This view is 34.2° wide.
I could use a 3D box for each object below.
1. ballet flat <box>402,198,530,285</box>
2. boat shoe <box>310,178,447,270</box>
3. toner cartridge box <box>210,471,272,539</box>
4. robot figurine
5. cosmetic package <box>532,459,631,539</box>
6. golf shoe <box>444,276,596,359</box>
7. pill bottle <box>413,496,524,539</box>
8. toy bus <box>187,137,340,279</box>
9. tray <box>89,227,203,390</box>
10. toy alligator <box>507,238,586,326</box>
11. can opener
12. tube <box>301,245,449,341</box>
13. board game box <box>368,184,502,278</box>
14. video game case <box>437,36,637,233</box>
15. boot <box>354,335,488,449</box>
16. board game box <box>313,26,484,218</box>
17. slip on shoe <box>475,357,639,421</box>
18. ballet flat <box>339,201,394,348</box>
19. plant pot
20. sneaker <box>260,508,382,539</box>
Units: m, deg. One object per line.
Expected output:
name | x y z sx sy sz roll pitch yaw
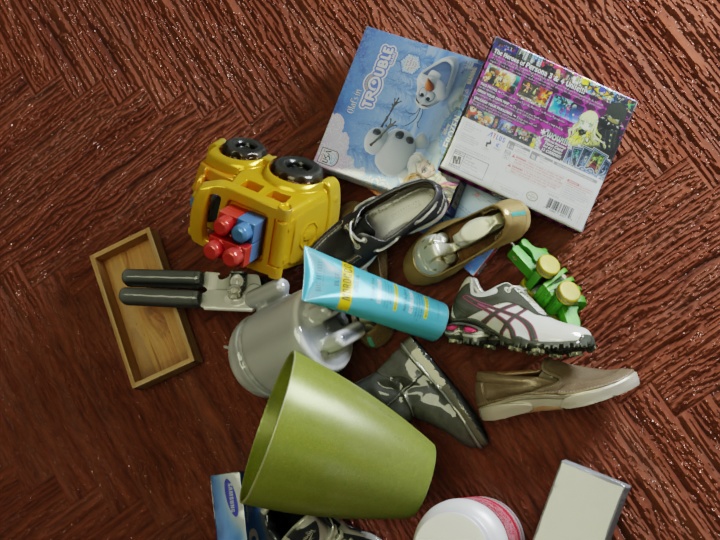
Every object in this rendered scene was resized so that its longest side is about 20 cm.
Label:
ballet flat | 0.118 -0.037 1.463 0.199 0.063 0.069 -30 77 32
boat shoe | 0.016 -0.052 1.458 0.199 0.060 0.074 -26 75 4
toner cartridge box | -0.144 0.359 1.491 0.043 0.095 0.202 -11 78 13
robot figurine | -0.089 0.095 1.494 0.199 0.113 0.171 -25 86 34
cosmetic package | 0.244 0.329 1.375 0.090 0.107 0.201 23 90 19
golf shoe | 0.194 0.058 1.428 0.199 0.077 0.089 8 83 35
pill bottle | 0.124 0.321 1.362 0.111 0.200 0.113 -3 80 16
toy bus | -0.153 -0.070 1.500 0.199 0.192 0.137 23 120 21
tray | -0.296 0.053 1.619 0.098 0.037 0.201 -24 76 11
toy alligator | 0.227 -0.001 1.466 0.054 0.059 0.201 -22 68 -34
can opener | -0.223 0.030 1.569 0.198 0.067 0.053 3 70 6
tube | 0.014 0.034 1.446 0.050 0.199 0.078 -46 33 41
board game box | 0.107 -0.092 1.532 0.200 0.019 0.103 41 92 18
video game case | 0.221 -0.169 1.469 0.199 0.036 0.182 23 88 -2
boot | 0.038 0.204 1.476 0.200 0.073 0.182 -41 72 5
board game box | 0.063 -0.196 1.530 0.198 0.043 0.201 20 86 19
slip on shoe | 0.236 0.136 1.428 0.199 0.076 0.061 -13 89 22
ballet flat | 0.000 0.000 1.520 0.067 0.072 0.202 -10 78 14
plant pot | -0.018 0.216 1.383 0.199 0.187 0.188 20 86 -7
sneaker | -0.044 0.339 1.445 0.199 0.130 0.080 40 95 19
